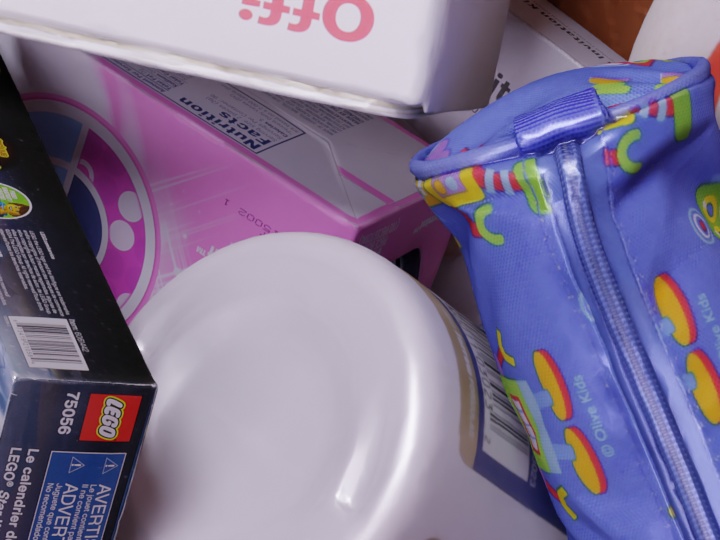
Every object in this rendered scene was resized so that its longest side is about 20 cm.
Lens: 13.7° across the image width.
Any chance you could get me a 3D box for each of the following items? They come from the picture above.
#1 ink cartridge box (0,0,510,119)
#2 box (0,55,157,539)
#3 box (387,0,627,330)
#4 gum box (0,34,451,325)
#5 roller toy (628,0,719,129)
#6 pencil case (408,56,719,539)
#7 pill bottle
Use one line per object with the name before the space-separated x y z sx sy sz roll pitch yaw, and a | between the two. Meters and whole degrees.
ink cartridge box | -0.022 -0.151 0.781 0.145 0.087 0.201 13 96 15
box | -0.112 0.031 0.795 0.200 0.040 0.137 -120 42 -52
box | 0.000 0.000 0.924 0.156 0.041 0.200 39 110 18
gum box | -0.069 -0.018 0.885 0.200 0.066 0.114 33 121 21
roller toy | 0.171 -0.033 0.777 0.182 0.140 0.201 15 112 29
pencil case | 0.080 0.047 0.720 0.078 0.087 0.201 -21 91 1
pill bottle | 0.021 0.077 0.807 0.111 0.200 0.112 -15 59 28
